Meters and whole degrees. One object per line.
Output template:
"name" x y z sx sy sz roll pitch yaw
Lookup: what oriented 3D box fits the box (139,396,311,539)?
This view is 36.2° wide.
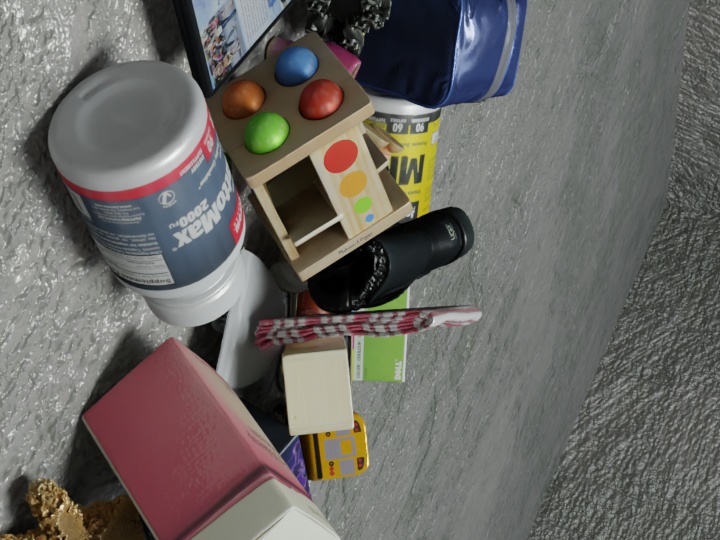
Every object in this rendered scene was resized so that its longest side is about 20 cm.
"box" -0.132 0.251 1.119 0.148 0.103 0.202 -47 147 -31

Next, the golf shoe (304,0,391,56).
"golf shoe" -0.007 -0.264 1.001 0.200 0.077 0.096 178 -68 -78

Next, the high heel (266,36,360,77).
"high heel" -0.035 -0.142 1.104 0.068 0.094 0.202 -51 149 -42

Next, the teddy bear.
"teddy bear" -0.266 0.242 0.890 0.200 0.066 0.147 -44 135 -40

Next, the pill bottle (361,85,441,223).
"pill bottle" 0.027 -0.112 1.250 0.114 0.113 0.203 -37 138 -55

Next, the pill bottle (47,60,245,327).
"pill bottle" -0.154 -0.051 0.860 0.121 0.118 0.201 -59 154 -29

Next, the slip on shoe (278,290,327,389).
"slip on shoe" -0.046 0.051 1.261 0.074 0.060 0.204 -17 120 -61

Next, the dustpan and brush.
"dustpan and brush" -0.109 0.065 1.148 0.200 0.056 0.142 32 66 -61

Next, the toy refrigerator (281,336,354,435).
"toy refrigerator" -0.046 0.111 1.119 0.200 0.069 0.078 -130 -145 -88

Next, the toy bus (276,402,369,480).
"toy bus" -0.045 0.182 1.215 0.200 0.077 0.066 171 -89 -81

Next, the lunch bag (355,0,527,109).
"lunch bag" 0.072 -0.256 1.161 0.131 0.199 0.138 -13 122 -43

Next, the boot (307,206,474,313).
"boot" 0.000 0.000 1.113 0.167 0.199 0.078 -18 85 -47

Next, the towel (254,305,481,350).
"towel" 0.010 0.055 1.096 0.146 0.197 0.031 -4 89 -65

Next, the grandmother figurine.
"grandmother figurine" -0.031 -0.060 1.158 0.121 0.061 0.201 15 114 -54

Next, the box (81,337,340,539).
"box" -0.127 0.179 0.943 0.109 0.200 0.128 -40 150 -3

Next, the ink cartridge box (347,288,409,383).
"ink cartridge box" 0.021 0.076 1.313 0.201 0.074 0.150 -91 -177 -58

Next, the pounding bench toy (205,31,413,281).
"pounding bench toy" -0.081 -0.087 0.979 0.198 0.125 0.157 -32 139 -5

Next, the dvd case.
"dvd case" -0.091 -0.257 0.898 0.201 0.017 0.144 -58 153 -36
